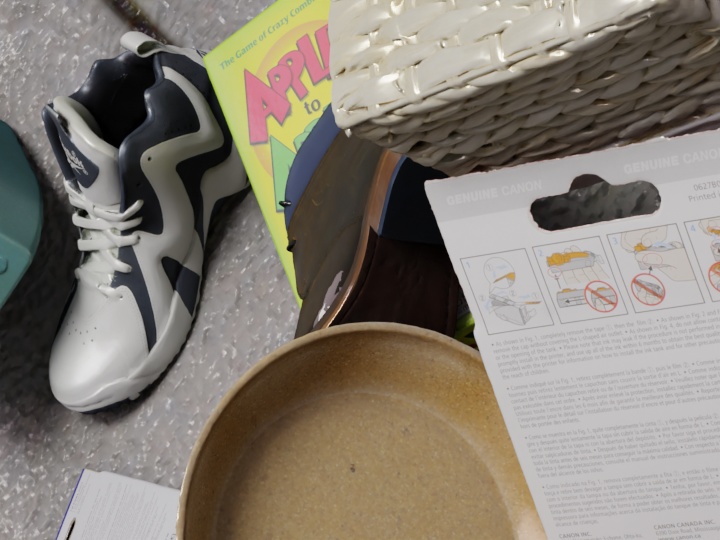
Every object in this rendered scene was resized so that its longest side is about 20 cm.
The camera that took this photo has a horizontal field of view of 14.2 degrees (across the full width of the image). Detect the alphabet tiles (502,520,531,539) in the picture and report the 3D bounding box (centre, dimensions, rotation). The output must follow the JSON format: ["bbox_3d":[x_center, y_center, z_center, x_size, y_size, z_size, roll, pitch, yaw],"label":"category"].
[{"bbox_3d":[-0.003,0.186,1.367,0.167,0.008,0.201,38,96,41],"label":"alphabet tiles"}]

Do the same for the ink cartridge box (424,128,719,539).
[{"bbox_3d":[0.131,0.034,1.225,0.160,0.050,0.201,-9,108,34],"label":"ink cartridge box"}]

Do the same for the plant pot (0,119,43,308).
[{"bbox_3d":[-0.251,-0.022,1.512,0.142,0.141,0.200,-55,28,5],"label":"plant pot"}]

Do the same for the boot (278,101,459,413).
[{"bbox_3d":[0.000,0.000,1.342,0.201,0.074,0.097,-64,30,23],"label":"boot"}]

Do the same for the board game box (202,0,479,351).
[{"bbox_3d":[0.004,-0.042,1.399,0.101,0.048,0.201,-34,66,29],"label":"board game box"}]

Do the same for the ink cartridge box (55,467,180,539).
[{"bbox_3d":[-0.112,0.151,1.415,0.200,0.037,0.095,3,72,67],"label":"ink cartridge box"}]

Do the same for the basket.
[{"bbox_3d":[0.090,-0.124,1.179,0.199,0.123,0.136,-19,65,42],"label":"basket"}]

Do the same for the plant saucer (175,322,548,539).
[{"bbox_3d":[0.007,0.125,1.286,0.035,0.199,0.201,150,131,-64],"label":"plant saucer"}]

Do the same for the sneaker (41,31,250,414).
[{"bbox_3d":[-0.131,-0.032,1.474,0.079,0.129,0.200,35,94,41],"label":"sneaker"}]
